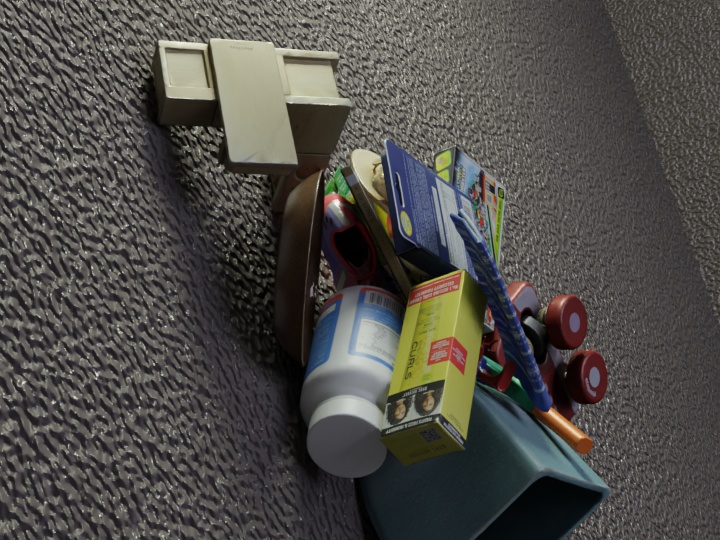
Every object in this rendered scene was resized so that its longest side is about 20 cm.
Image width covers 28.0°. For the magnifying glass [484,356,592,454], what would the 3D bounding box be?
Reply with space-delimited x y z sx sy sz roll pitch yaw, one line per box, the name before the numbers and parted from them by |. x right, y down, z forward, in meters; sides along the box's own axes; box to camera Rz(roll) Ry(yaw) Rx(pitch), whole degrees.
magnifying glass | 0.183 0.143 1.580 0.079 0.023 0.200 30 4 -40

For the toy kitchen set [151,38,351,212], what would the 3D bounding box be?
toy kitchen set | -0.123 -0.119 1.525 0.197 0.181 0.165 1 53 -20

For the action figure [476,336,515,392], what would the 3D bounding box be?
action figure | 0.107 0.087 1.565 0.065 0.052 0.200 21 -3 -18

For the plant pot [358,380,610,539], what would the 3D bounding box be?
plant pot | 0.109 0.216 1.545 0.201 0.196 0.196 52 14 31

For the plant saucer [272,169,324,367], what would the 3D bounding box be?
plant saucer | -0.064 -0.004 1.478 0.200 0.036 0.204 6 90 -89

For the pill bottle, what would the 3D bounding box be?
pill bottle | -0.004 0.116 1.491 0.113 0.111 0.201 53 26 -25

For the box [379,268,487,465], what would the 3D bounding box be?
box | 0.075 0.094 1.439 0.050 0.075 0.202 48 38 -31

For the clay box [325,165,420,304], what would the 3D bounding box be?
clay box | 0.028 -0.036 1.795 0.201 0.047 0.115 59 22 -16

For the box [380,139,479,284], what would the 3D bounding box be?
box | 0.075 -0.055 1.591 0.199 0.032 0.123 31 44 -53

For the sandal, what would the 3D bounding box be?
sandal | 0.057 -0.092 1.680 0.077 0.070 0.213 5 42 -32

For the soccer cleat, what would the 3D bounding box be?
soccer cleat | 0.000 0.000 1.630 0.077 0.066 0.201 52 -10 52

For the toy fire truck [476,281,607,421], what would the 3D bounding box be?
toy fire truck | 0.207 0.127 1.762 0.168 0.111 0.202 -48 123 -41

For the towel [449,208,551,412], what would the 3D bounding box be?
towel | 0.146 0.042 1.519 0.145 0.024 0.202 -114 -179 -73

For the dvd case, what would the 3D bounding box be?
dvd case | 0.029 -0.024 1.597 0.202 0.016 0.149 63 1 -3

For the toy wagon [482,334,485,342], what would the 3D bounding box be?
toy wagon | 0.123 0.098 1.785 0.155 0.039 0.202 -50 129 -35

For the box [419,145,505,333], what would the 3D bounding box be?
box | 0.124 -0.035 1.733 0.110 0.034 0.202 34 52 -39
